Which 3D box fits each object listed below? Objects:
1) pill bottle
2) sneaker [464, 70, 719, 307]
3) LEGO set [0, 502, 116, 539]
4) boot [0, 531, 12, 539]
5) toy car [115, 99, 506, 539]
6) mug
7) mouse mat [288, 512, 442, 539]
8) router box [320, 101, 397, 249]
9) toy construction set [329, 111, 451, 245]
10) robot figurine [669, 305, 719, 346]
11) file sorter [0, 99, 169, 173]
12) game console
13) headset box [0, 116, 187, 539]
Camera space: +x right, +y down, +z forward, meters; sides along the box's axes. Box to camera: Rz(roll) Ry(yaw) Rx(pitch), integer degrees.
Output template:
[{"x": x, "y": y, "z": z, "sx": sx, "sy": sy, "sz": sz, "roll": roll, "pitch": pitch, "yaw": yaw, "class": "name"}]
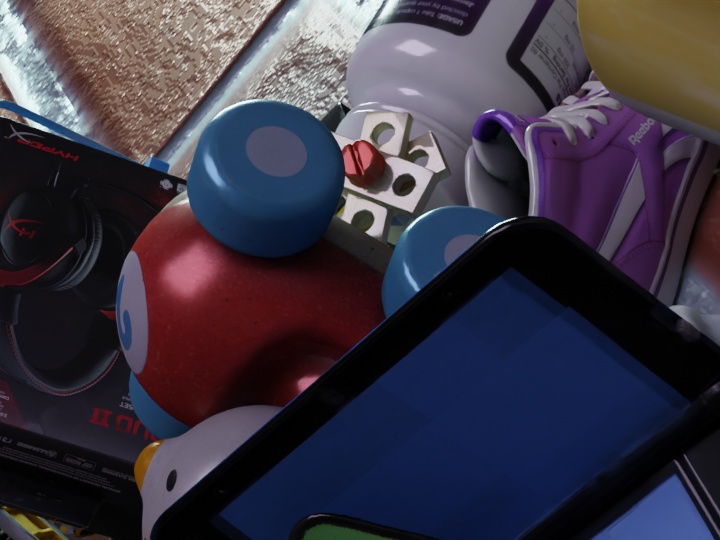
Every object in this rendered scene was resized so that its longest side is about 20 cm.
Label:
[{"x": 0.061, "y": -0.110, "z": 1.106, "sx": 0.111, "sy": 0.111, "sz": 0.200, "roll": -5, "pitch": 47, "yaw": 51, "class": "pill bottle"}, {"x": 0.108, "y": -0.067, "z": 1.026, "sx": 0.072, "sy": 0.114, "sz": 0.201, "roll": -21, "pitch": 43, "yaw": 43, "class": "sneaker"}, {"x": -0.173, "y": 0.192, "z": 1.141, "sx": 0.116, "sy": 0.154, "sz": 0.200, "roll": 37, "pitch": 94, "yaw": 18, "class": "LEGO set"}, {"x": -0.263, "y": 0.194, "z": 1.304, "sx": 0.204, "sy": 0.073, "sz": 0.154, "roll": -48, "pitch": 30, "yaw": 10, "class": "boot"}, {"x": -0.045, "y": 0.074, "z": 0.883, "sx": 0.200, "sy": 0.176, "sz": 0.185, "roll": -57, "pitch": -6, "yaw": -38, "class": "toy car"}, {"x": 0.178, "y": -0.102, "z": 0.925, "sx": 0.153, "sy": 0.186, "sz": 0.150, "roll": 43, "pitch": 138, "yaw": 49, "class": "mug"}, {"x": 0.040, "y": 0.188, "z": 0.770, "sx": 0.008, "sy": 0.160, "sz": 0.201, "roll": -47, "pitch": -32, "yaw": -66, "class": "mouse mat"}, {"x": -0.045, "y": 0.027, "z": 1.194, "sx": 0.200, "sy": 0.052, "sz": 0.158, "roll": -44, "pitch": 34, "yaw": 16, "class": "router box"}, {"x": 0.000, "y": 0.000, "z": 1.008, "sx": 0.092, "sy": 0.200, "sz": 0.131, "roll": -39, "pitch": 56, "yaw": -12, "class": "toy construction set"}, {"x": 0.117, "y": 0.094, "z": 0.860, "sx": 0.200, "sy": 0.113, "sz": 0.170, "roll": -46, "pitch": 17, "yaw": 13, "class": "robot figurine"}, {"x": -0.222, "y": 0.010, "z": 1.325, "sx": 0.200, "sy": 0.122, "sz": 0.139, "roll": -43, "pitch": 26, "yaw": 52, "class": "file sorter"}, {"x": 0.055, "y": 0.110, "z": 0.752, "sx": 0.200, "sy": 0.118, "sz": 0.171, "roll": -42, "pitch": 62, "yaw": 25, "class": "game console"}, {"x": -0.142, "y": 0.039, "z": 1.103, "sx": 0.075, "sy": 0.148, "sz": 0.201, "roll": 124, "pitch": 161, "yaw": -49, "class": "headset box"}]
